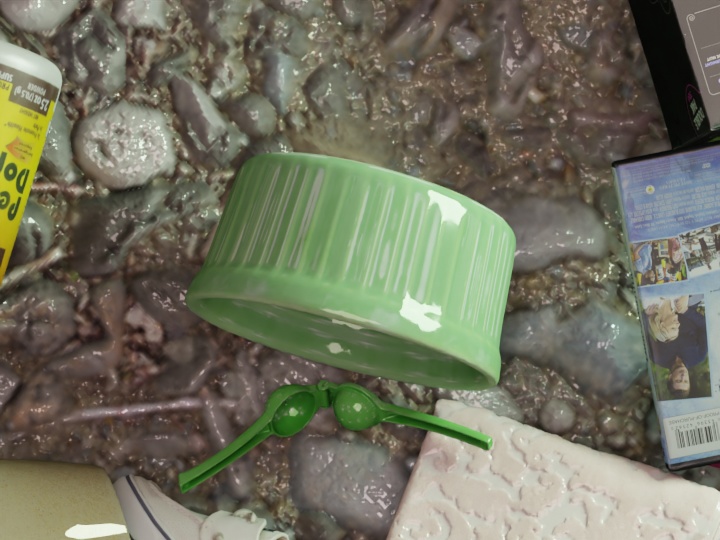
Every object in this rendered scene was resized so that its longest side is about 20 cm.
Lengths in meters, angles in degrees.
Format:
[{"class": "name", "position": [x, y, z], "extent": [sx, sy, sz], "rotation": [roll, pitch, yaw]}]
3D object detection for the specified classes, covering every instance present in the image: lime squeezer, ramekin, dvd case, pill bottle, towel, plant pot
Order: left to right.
[{"class": "pill bottle", "position": [-0.266, -0.049, 1.545], "extent": [0.109, 0.109, 0.200], "rotation": [16, 87, -1]}, {"class": "plant pot", "position": [-0.244, 0.192, 1.514], "extent": [0.200, 0.187, 0.188], "rotation": [-14, 88, -15]}, {"class": "lime squeezer", "position": [-0.019, 0.097, 1.565], "extent": [0.200, 0.071, 0.038], "rotation": [-7, 118, -2]}, {"class": "ramekin", "position": [0.000, 0.000, 1.510], "extent": [0.200, 0.200, 0.098], "rotation": [15, 80, -1]}, {"class": "towel", "position": [0.109, 0.194, 1.539], "extent": [0.200, 0.032, 0.191], "rotation": [19, 70, 12]}, {"class": "dvd case", "position": [0.244, 0.016, 1.533], "extent": [0.142, 0.018, 0.200], "rotation": [-11, 97, -1]}]

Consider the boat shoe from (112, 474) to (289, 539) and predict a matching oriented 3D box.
[{"class": "boat shoe", "position": [-0.076, 0.186, 1.537], "extent": [0.070, 0.071, 0.200], "rotation": [-47, 63, -3]}]

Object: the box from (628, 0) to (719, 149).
[{"class": "box", "position": [0.236, -0.190, 1.544], "extent": [0.124, 0.149, 0.200], "rotation": [-17, 89, -2]}]

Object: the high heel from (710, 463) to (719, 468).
[{"class": "high heel", "position": [0.265, 0.033, 1.577], "extent": [0.096, 0.067, 0.200], "rotation": [16, 100, -11]}]
